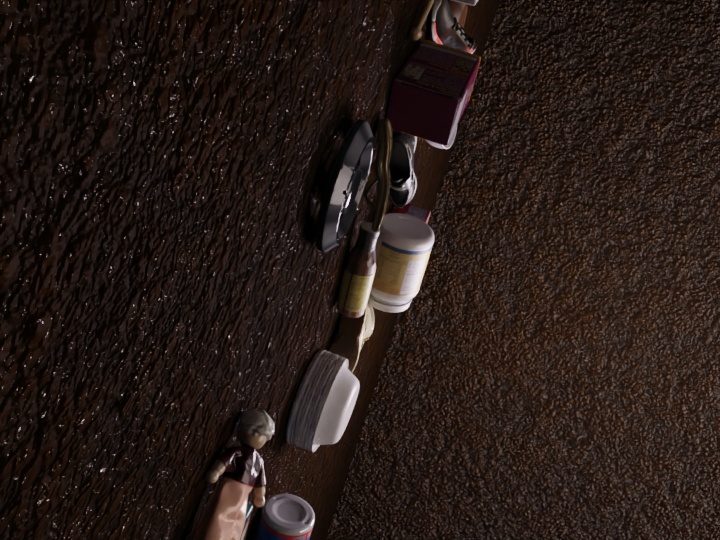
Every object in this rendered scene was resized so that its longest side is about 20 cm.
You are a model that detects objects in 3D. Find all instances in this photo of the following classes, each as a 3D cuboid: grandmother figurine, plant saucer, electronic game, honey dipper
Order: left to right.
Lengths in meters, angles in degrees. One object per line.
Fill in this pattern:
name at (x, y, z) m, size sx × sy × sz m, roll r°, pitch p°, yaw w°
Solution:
grandmother figurine at (-0.167, 0.283, 0.909) m, size 0.121 × 0.060 × 0.201 m, roll 59°, pitch 43°, yaw -55°
electronic game at (-0.024, -0.123, 0.999) m, size 0.200 × 0.041 × 0.202 m, roll 19°, pitch 90°, yaw -84°
honey dipper at (0.135, -0.501, 1.224) m, size 0.038 × 0.038 × 0.201 m, roll 76°, pitch 35°, yaw -75°
plant saucer at (0.219, -0.571, 1.631) m, size 0.200 × 0.036 × 0.202 m, roll 20°, pitch 90°, yaw -83°

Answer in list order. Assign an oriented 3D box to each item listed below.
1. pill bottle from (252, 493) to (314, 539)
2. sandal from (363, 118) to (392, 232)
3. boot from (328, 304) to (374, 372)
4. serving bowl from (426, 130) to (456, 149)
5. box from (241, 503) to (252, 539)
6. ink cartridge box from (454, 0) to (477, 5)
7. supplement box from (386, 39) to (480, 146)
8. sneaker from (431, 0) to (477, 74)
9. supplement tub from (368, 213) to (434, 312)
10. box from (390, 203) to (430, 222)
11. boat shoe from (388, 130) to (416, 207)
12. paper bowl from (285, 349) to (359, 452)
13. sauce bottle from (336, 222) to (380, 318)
pill bottle at (-0.167, 0.569, 1.375) m, size 0.112 × 0.111 × 0.202 m, roll -49°, pitch 156°, yaw -69°
sandal at (0.026, -0.172, 1.223) m, size 0.080 × 0.053 × 0.202 m, roll -62°, pitch 155°, yaw -75°
boot at (-0.021, 0.168, 1.578) m, size 0.155 × 0.072 × 0.202 m, roll 25°, pitch 79°, yaw -79°
serving bowl at (0.162, -0.371, 1.504) m, size 0.200 × 0.065 × 0.202 m, roll 3°, pitch 90°, yaw -66°
box at (-0.212, 0.437, 0.999) m, size 0.082 × 0.049 × 0.202 m, roll -55°, pitch 162°, yaw -64°
ink cartridge box at (0.093, -0.421, 0.732) m, size 0.145 × 0.146 × 0.201 m, roll -61°, pitch 168°, yaw -50°
supplement box at (0.141, -0.343, 1.293) m, size 0.201 × 0.130 × 0.104 m, roll -61°, pitch 168°, yaw -46°
sneaker at (0.200, -0.480, 1.397) m, size 0.201 × 0.081 × 0.078 m, roll 63°, pitch 38°, yaw -47°
supplement tub at (0.083, -0.018, 1.593) m, size 0.145 × 0.143 × 0.201 m, roll -58°, pitch 165°, yaw -58°
box at (0.105, -0.078, 1.764) m, size 0.096 × 0.099 × 0.201 m, roll 100°, pitch 11°, yaw -47°
boat shoe at (0.078, -0.206, 1.412) m, size 0.201 × 0.075 × 0.061 m, roll 85°, pitch 23°, yaw -43°
paper bowl at (-0.070, 0.273, 1.389) m, size 0.201 × 0.104 × 0.202 m, roll 21°, pitch 90°, yaw -82°
sauce bottle at (0.000, 0.000, 1.361) m, size 0.066 × 0.065 × 0.201 m, roll -58°, pitch 166°, yaw -58°
